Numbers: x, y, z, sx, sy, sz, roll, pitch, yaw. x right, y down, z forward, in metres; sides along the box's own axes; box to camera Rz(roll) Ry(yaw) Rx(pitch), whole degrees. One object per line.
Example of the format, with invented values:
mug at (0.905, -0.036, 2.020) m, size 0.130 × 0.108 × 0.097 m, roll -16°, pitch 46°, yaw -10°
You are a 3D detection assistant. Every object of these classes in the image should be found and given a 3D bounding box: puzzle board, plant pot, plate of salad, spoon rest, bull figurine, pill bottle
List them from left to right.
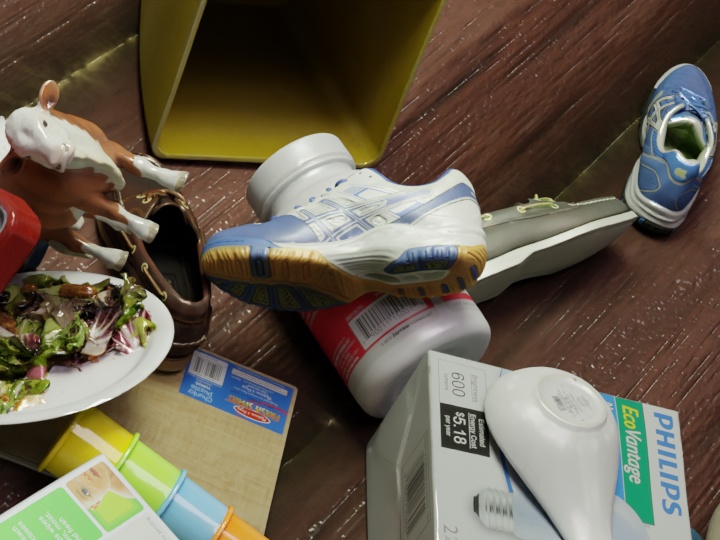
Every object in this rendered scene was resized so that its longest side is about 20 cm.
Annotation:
plate of salad at (-0.224, 0.040, 1.462) m, size 0.199 × 0.048 × 0.200 m, roll -3°, pitch 28°, yaw 2°
bull figurine at (-0.188, -0.058, 1.439) m, size 0.121 × 0.200 × 0.065 m, roll 28°, pitch 72°, yaw -14°
puzzle board at (-0.149, 0.104, 1.526) m, size 0.200 × 0.017 × 0.151 m, roll 23°, pitch 44°, yaw -10°
plant pot at (-0.071, -0.217, 1.731) m, size 0.200 × 0.200 × 0.177 m, roll 1°, pitch 41°, yaw -28°
pill bottle at (0.000, 0.000, 1.628) m, size 0.112 × 0.112 × 0.200 m, roll -16°, pitch 61°, yaw -37°
spoon rest at (0.147, 0.139, 1.461) m, size 0.099 × 0.061 × 0.200 m, roll 2°, pitch 39°, yaw -28°

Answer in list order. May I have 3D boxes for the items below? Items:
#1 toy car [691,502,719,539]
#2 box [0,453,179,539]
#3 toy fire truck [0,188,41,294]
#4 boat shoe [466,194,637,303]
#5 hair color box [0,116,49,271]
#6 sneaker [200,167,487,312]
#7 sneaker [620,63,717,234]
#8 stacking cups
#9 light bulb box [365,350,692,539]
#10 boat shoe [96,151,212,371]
toy car at (0.334, 0.259, 1.577) m, size 0.200 × 0.184 × 0.177 m, roll 46°, pitch 28°, yaw -30°
box at (-0.170, 0.244, 1.338) m, size 0.200 × 0.097 × 0.176 m, roll 47°, pitch 44°, yaw 13°
toy fire truck at (-0.292, 0.010, 1.359) m, size 0.112 × 0.200 × 0.168 m, roll 32°, pitch 9°, yaw -43°
boat shoe at (0.137, -0.029, 1.757) m, size 0.201 × 0.072 × 0.060 m, roll -19°, pitch 68°, yaw -35°
hair color box at (-0.320, -0.036, 1.520) m, size 0.200 × 0.061 × 0.100 m, roll -14°, pitch 62°, yaw -37°
sneaker at (-0.013, -0.026, 1.548) m, size 0.199 × 0.075 × 0.088 m, roll -2°, pitch 61°, yaw -2°
sneaker at (0.283, -0.118, 1.910) m, size 0.076 × 0.077 × 0.200 m, roll 24°, pitch 43°, yaw -6°
stacking cups at (-0.117, 0.167, 1.444) m, size 0.200 × 0.061 × 0.061 m, roll 38°, pitch 44°, yaw -5°
light bulb box at (0.117, 0.186, 1.522) m, size 0.199 × 0.125 × 0.199 m, roll 14°, pitch 47°, yaw -17°
boat shoe at (-0.143, -0.021, 1.589) m, size 0.070 × 0.070 × 0.200 m, roll 2°, pitch 44°, yaw -24°
